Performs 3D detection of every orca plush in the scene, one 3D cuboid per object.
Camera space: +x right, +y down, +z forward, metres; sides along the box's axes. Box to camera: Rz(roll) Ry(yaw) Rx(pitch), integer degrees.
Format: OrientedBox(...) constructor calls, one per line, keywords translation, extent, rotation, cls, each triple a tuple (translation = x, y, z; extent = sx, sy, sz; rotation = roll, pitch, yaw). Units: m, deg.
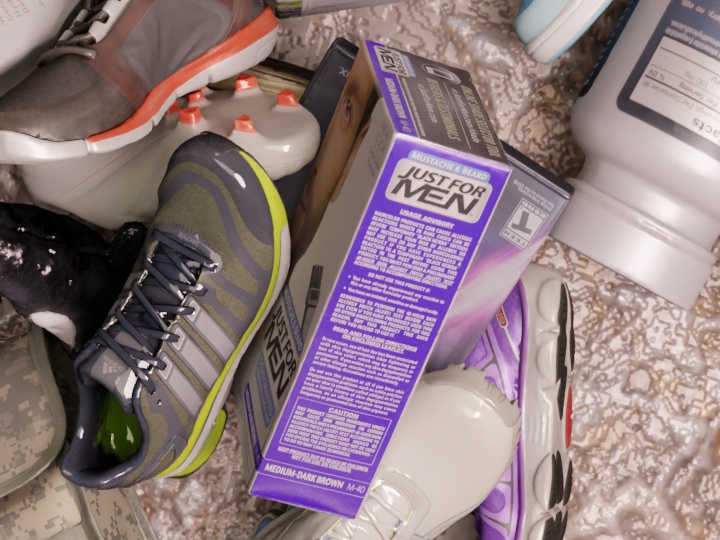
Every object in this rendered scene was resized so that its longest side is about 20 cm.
OrientedBox(translation=(-0.143, -0.017, 0.975), extent=(0.071, 0.106, 0.200), rotation=(-32, 133, 13), cls="orca plush")

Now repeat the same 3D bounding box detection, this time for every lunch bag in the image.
OrientedBox(translation=(-0.199, 0.146, 1.018), extent=(0.163, 0.118, 0.201), rotation=(-27, 86, 5), cls="lunch bag")

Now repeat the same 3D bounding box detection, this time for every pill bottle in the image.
OrientedBox(translation=(0.178, -0.088, 1.006), extent=(0.119, 0.120, 0.201), rotation=(28, 93, -3), cls="pill bottle")

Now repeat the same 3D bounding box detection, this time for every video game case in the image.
OrientedBox(translation=(0.000, 0.000, 1.006), extent=(0.142, 0.019, 0.201), rotation=(33, 114, 2), cls="video game case")

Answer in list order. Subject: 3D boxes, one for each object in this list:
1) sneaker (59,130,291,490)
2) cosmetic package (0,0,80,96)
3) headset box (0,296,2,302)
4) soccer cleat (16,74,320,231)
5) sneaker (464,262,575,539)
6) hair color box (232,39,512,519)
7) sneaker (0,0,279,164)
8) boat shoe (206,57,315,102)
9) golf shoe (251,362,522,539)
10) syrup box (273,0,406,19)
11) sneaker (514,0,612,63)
OrientedBox(translation=(-0.092, 0.028, 0.932), extent=(0.074, 0.081, 0.201), rotation=(27, 118, 21), cls="sneaker")
OrientedBox(translation=(-0.276, -0.122, 0.929), extent=(0.164, 0.200, 0.165), rotation=(-32, 94, 36), cls="cosmetic package")
OrientedBox(translation=(-0.280, 0.023, 0.991), extent=(0.199, 0.149, 0.078), rotation=(-24, 94, 0), cls="headset box")
OrientedBox(translation=(-0.098, -0.056, 0.998), extent=(0.199, 0.069, 0.078), rotation=(5, 117, 36), cls="soccer cleat")
OrientedBox(translation=(0.072, 0.096, 1.050), extent=(0.083, 0.081, 0.202), rotation=(2, 87, 16), cls="sneaker")
OrientedBox(translation=(0.000, 0.005, 0.931), extent=(0.064, 0.109, 0.201), rotation=(16, 115, -17), cls="hair color box")
OrientedBox(translation=(-0.121, -0.115, 0.935), extent=(0.077, 0.200, 0.082), rotation=(6, 120, 34), cls="sneaker")
OrientedBox(translation=(0.001, -0.060, 1.032), extent=(0.199, 0.072, 0.068), rotation=(18, 101, 5), cls="boat shoe")
OrientedBox(translation=(0.007, 0.131, 0.989), extent=(0.078, 0.097, 0.200), rotation=(38, 124, -6), cls="golf shoe")
OrientedBox(translation=(-0.009, -0.173, 0.956), extent=(0.081, 0.200, 0.079), rotation=(-8, 95, -1), cls="syrup box")
OrientedBox(translation=(0.106, -0.219, 1.018), extent=(0.130, 0.080, 0.201), rotation=(32, 84, -4), cls="sneaker")
